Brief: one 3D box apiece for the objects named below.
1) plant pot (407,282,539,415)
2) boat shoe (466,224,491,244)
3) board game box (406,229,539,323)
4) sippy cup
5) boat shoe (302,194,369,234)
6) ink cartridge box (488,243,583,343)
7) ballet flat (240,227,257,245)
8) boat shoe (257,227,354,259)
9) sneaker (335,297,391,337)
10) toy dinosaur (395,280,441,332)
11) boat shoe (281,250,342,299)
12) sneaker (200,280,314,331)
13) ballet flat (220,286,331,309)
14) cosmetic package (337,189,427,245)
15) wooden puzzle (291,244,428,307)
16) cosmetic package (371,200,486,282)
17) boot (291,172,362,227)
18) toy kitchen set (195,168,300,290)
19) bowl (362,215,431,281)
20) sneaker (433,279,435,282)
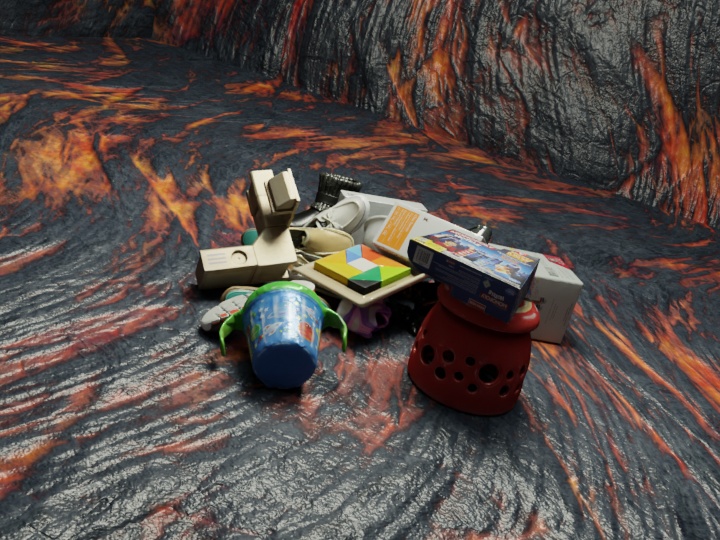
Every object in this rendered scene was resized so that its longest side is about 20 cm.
[{"bbox_3d":[0.197,0.116,1.283,0.199,0.183,0.201,14,19,-5],"label":"plant pot"},{"bbox_3d":[0.218,-0.046,1.586,0.069,0.057,0.200,38,-19,-8],"label":"boat shoe"},{"bbox_3d":[0.203,0.000,1.236,0.199,0.062,0.200,27,22,29],"label":"board game box"},{"bbox_3d":[-0.119,0.108,1.172,0.140,0.177,0.131,51,16,-31],"label":"sippy cup"},{"bbox_3d":[-0.069,-0.097,1.621,0.066,0.199,0.072,-12,76,-62],"label":"boat shoe"},{"bbox_3d":[0.330,0.044,1.587,0.199,0.145,0.145,11,23,-11],"label":"ink cartridge box"},{"bbox_3d":[-0.156,-0.040,1.597,0.199,0.068,0.067,18,2,-7],"label":"ballet flat"},{"bbox_3d":[-0.108,-0.057,1.531,0.199,0.072,0.076,-1,-11,-11],"label":"boat shoe"},{"bbox_3d":[0.021,0.070,1.424,0.088,0.081,0.200,27,28,11],"label":"sneaker"},{"bbox_3d":[0.133,0.073,1.496,0.199,0.103,0.136,7,-3,22],"label":"toy dinosaur"},{"bbox_3d":[-0.054,0.010,1.516,0.199,0.069,0.075,9,23,-15],"label":"boat shoe"},{"bbox_3d":[-0.165,0.082,1.269,0.199,0.082,0.077,-15,21,-10],"label":"sneaker"},{"bbox_3d":[-0.153,0.061,1.356,0.199,0.068,0.072,5,4,-16],"label":"ballet flat"},{"bbox_3d":[0.035,-0.090,1.708,0.199,0.151,0.052,8,21,-19],"label":"cosmetic package"},{"bbox_3d":[0.000,0.000,1.412,0.199,0.037,0.185,22,30,37],"label":"wooden puzzle"},{"bbox_3d":[0.134,-0.045,1.446,0.199,0.102,0.071,25,-11,28],"label":"cosmetic package"},{"bbox_3d":[-0.105,-0.150,1.749,0.210,0.158,0.079,-1,27,-35],"label":"boot"},{"bbox_3d":[-0.217,-0.098,1.389,0.180,0.163,0.201,-7,66,-24],"label":"toy kitchen set"},{"bbox_3d":[0.080,-0.023,1.604,0.200,0.091,0.201,23,-22,10],"label":"bowl"},{"bbox_3d":[0.187,0.020,1.535,0.090,0.079,0.200,39,-17,-10],"label":"sneaker"}]
